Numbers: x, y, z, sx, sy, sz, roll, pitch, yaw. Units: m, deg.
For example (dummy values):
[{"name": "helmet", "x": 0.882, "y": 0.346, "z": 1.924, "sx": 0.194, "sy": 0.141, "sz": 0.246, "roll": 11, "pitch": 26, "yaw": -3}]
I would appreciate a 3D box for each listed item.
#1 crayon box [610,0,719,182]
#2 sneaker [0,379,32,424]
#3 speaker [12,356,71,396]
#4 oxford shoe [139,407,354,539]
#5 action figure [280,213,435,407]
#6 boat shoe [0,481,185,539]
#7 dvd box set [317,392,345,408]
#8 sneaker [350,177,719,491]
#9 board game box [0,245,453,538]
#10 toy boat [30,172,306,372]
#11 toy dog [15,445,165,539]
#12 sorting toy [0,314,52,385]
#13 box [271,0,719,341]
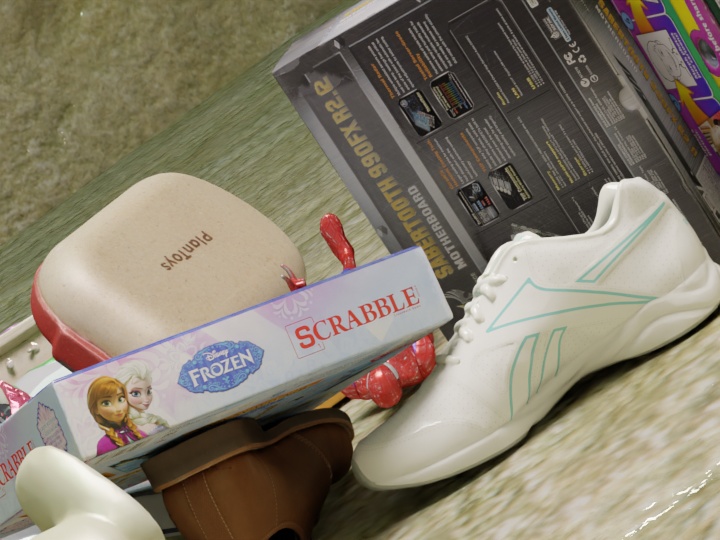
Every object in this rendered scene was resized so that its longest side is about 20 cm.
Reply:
[{"name": "crayon box", "x": 0.168, "y": -0.118, "z": 1.429, "sx": 0.058, "sy": 0.201, "sz": 0.172, "roll": -33, "pitch": 9, "yaw": -13}, {"name": "sneaker", "x": -0.219, "y": 0.135, "z": 1.735, "sx": 0.075, "sy": 0.080, "sz": 0.200, "roll": -54, "pitch": -1, "yaw": -34}, {"name": "speaker", "x": -0.132, "y": 0.060, "z": 1.851, "sx": 0.200, "sy": 0.089, "sz": 0.088, "roll": -34, "pitch": 9, "yaw": -15}, {"name": "oxford shoe", "x": -0.045, "y": 0.109, "z": 1.384, "sx": 0.071, "sy": 0.072, "sz": 0.200, "roll": -28, "pitch": -6, "yaw": 18}, {"name": "action figure", "x": 0.000, "y": 0.000, "z": 1.599, "sx": 0.065, "sy": 0.099, "sz": 0.200, "roll": -19, "pitch": 30, "yaw": 7}, {"name": "boat shoe", "x": -0.143, "y": 0.150, "z": 1.468, "sx": 0.199, "sy": 0.062, "sz": 0.072, "roll": -14, "pitch": 2, "yaw": 1}, {"name": "dvd box set", "x": -0.077, "y": 0.090, "z": 1.672, "sx": 0.200, "sy": 0.029, "sz": 0.146, "roll": -36, "pitch": 9, "yaw": -26}, {"name": "sneaker", "x": 0.072, "y": 0.030, "z": 1.350, "sx": 0.200, "sy": 0.080, "sz": 0.070, "roll": -34, "pitch": 11, "yaw": -7}, {"name": "board game box", "x": -0.084, "y": 0.063, "z": 1.366, "sx": 0.199, "sy": 0.041, "sz": 0.199, "roll": -20, "pitch": -8, "yaw": -29}, {"name": "toy boat", "x": -0.122, "y": 0.033, "z": 1.747, "sx": 0.200, "sy": 0.130, "sz": 0.131, "roll": -41, "pitch": -17, "yaw": -53}, {"name": "toy dog", "x": -0.132, "y": 0.195, "z": 1.060, "sx": 0.193, "sy": 0.140, "sz": 0.200, "roll": 27, "pitch": 49, "yaw": 36}, {"name": "sorting toy", "x": -0.210, "y": 0.092, "z": 1.994, "sx": 0.199, "sy": 0.107, "sz": 0.180, "roll": -33, "pitch": -10, "yaw": -5}, {"name": "box", "x": 0.075, "y": -0.059, "z": 1.429, "sx": 0.158, "sy": 0.201, "sz": 0.048, "roll": -28, "pitch": 13, "yaw": 27}]
